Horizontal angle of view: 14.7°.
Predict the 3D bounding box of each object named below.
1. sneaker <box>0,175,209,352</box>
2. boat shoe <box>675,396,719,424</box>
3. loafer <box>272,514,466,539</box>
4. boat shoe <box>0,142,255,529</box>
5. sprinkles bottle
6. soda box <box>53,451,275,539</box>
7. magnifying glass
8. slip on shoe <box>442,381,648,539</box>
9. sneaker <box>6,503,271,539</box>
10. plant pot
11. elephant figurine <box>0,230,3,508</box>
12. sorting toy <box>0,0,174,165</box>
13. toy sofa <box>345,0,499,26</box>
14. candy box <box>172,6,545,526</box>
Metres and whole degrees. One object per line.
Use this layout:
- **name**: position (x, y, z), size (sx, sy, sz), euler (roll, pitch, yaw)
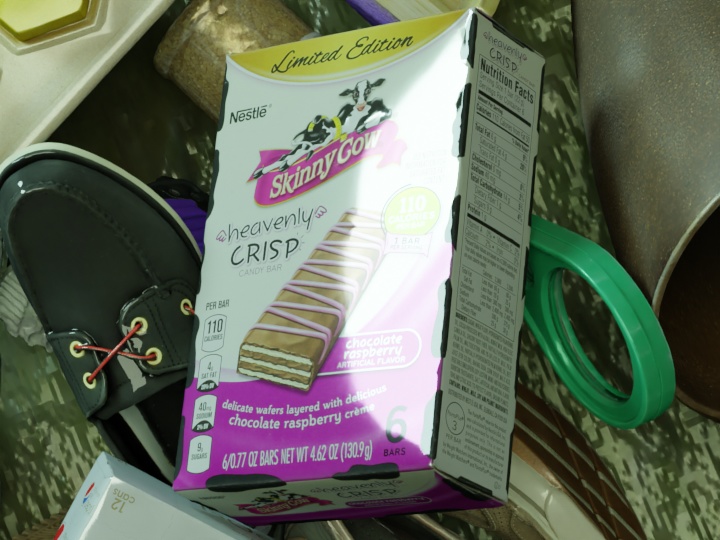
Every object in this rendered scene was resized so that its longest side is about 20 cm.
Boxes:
- **sneaker**: position (-0.067, 0.001, 1.293), size (0.199, 0.100, 0.070), euler (18, 126, -17)
- **boat shoe**: position (0.241, 0.065, 1.273), size (0.199, 0.071, 0.070), euler (25, 84, 6)
- **loafer**: position (0.049, 0.160, 1.262), size (0.199, 0.063, 0.072), euler (34, 55, 7)
- **boat shoe**: position (-0.094, 0.032, 1.212), size (0.073, 0.063, 0.202), euler (-23, 121, 12)
- **sprinkles bottle**: position (-0.005, -0.052, 1.299), size (0.200, 0.068, 0.068), euler (44, 86, 7)
- **soda box**: position (-0.037, 0.155, 1.191), size (0.199, 0.064, 0.068), euler (28, 91, -11)
- **magnifying glass**: position (0.069, -0.009, 1.206), size (0.022, 0.080, 0.200), euler (-27, 54, -22)
- **slip on shoe**: position (0.055, 0.088, 1.259), size (0.060, 0.076, 0.200), euler (-38, 115, 20)
- **sneaker**: position (-0.121, 0.172, 1.267), size (0.199, 0.071, 0.113), euler (-22, 119, -33)
- **plant pot**: position (0.174, -0.069, 1.235), size (0.186, 0.187, 0.201), euler (-25, 49, -1)
- **elephant figurine**: position (-0.260, 0.058, 1.263), size (0.155, 0.199, 0.142), euler (-34, 124, -37)
- **sorting toy**: position (-0.195, -0.130, 1.213), size (0.185, 0.036, 0.200), euler (42, 78, 6)
- **toy sofa**: position (-0.030, -0.165, 1.264), size (0.200, 0.083, 0.098), euler (38, 130, -11)
- **candy box**: position (0.000, 0.000, 1.178), size (0.136, 0.061, 0.202), euler (-8, 66, 35)
